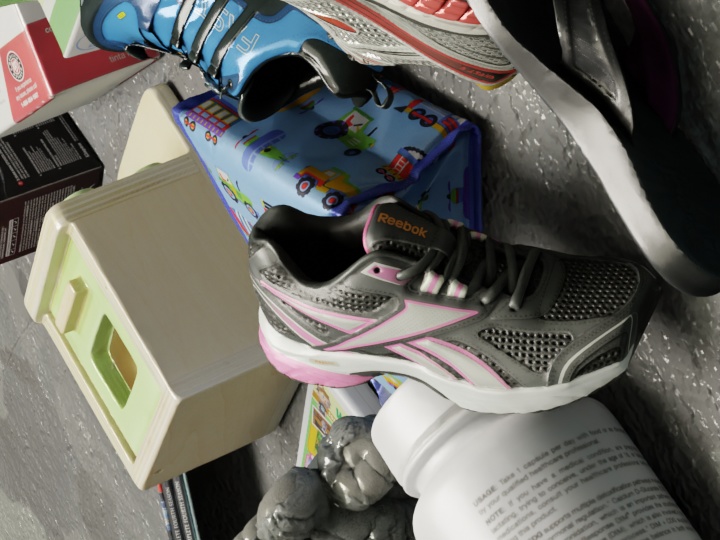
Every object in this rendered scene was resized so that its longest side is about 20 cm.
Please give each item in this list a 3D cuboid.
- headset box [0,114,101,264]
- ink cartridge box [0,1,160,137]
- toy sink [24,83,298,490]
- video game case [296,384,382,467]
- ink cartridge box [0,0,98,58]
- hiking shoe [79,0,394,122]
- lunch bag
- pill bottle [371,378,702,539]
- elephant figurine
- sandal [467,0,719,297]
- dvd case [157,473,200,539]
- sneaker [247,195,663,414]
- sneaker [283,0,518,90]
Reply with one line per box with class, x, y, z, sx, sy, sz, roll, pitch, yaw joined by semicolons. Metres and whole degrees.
headset box;-0.298;-0.068;1.622;0.149;0.199;0.077;52;150;26
ink cartridge box;-0.219;-0.198;1.501;0.147;0.083;0.201;-18;95;63
toy sink;-0.131;0.010;1.464;0.201;0.112;0.130;59;152;18
video game case;0.022;0.172;1.404;0.200;0.022;0.183;51;150;31
ink cartridge box;-0.150;-0.164;1.265;0.048;0.199;0.146;63;153;15
hiking shoe;-0.069;-0.118;1.197;0.199;0.074;0.087;-2;77;40
lunch bag;0.000;0.000;1.253;0.150;0.094;0.201;33;147;45
pill bottle;0.096;0.131;1.128;0.200;0.113;0.114;56;152;23
elephant figurine;0.038;0.175;1.238;0.200;0.155;0.142;40;164;9
sandal;0.109;-0.084;1.002;0.048;0.075;0.201;-40;81;37
dvd case;-0.125;0.146;1.606;0.146;0.022;0.201;-115;15;-66
sneaker;0.033;0.009;1.087;0.199;0.081;0.087;-2;135;21
sneaker;-0.011;-0.132;1.095;0.199;0.078;0.082;21;145;16
